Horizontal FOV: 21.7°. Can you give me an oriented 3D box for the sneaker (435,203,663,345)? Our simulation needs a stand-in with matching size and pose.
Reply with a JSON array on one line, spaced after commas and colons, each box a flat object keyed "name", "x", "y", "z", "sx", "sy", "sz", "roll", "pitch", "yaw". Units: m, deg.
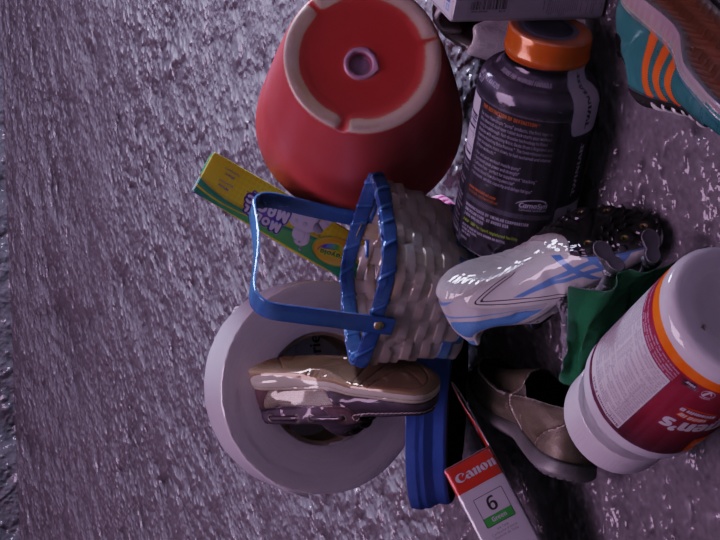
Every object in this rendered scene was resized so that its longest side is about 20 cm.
[{"name": "sneaker", "x": 0.159, "y": 0.004, "z": 1.533, "sx": 0.073, "sy": 0.199, "sz": 0.072, "roll": 55, "pitch": -152, "yaw": -28}]

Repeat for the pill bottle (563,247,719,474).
[{"name": "pill bottle", "x": 0.233, "y": 0.074, "z": 1.401, "sx": 0.200, "sy": 0.109, "sz": 0.110, "roll": 124, "pitch": 135, "yaw": -56}]

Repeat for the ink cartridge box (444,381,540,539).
[{"name": "ink cartridge box", "x": 0.114, "y": 0.206, "z": 1.677, "sx": 0.201, "sy": 0.050, "sz": 0.109, "roll": 62, "pitch": 180, "yaw": 17}]

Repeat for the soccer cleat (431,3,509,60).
[{"name": "soccer cleat", "x": 0.093, "y": -0.247, "z": 1.682, "sx": 0.200, "sy": 0.086, "sz": 0.070, "roll": -128, "pitch": 39, "yaw": -52}]

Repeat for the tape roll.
[{"name": "tape roll", "x": -0.046, "y": 0.111, "z": 1.782, "sx": 0.071, "sy": 0.201, "sz": 0.204, "roll": 178, "pitch": 87, "yaw": -71}]

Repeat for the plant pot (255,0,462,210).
[{"name": "plant pot", "x": 0.000, "y": -0.164, "z": 1.714, "sx": 0.177, "sy": 0.199, "sz": 0.202, "roll": 95, "pitch": 164, "yaw": -76}]

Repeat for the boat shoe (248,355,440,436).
[{"name": "boat shoe", "x": -0.012, "y": 0.115, "z": 1.671, "sx": 0.199, "sy": 0.072, "sz": 0.065, "roll": 2, "pitch": 109, "yaw": 34}]

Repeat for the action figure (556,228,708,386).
[{"name": "action figure", "x": 0.198, "y": 0.043, "z": 1.501, "sx": 0.201, "sy": 0.117, "sz": 0.055, "roll": 100, "pitch": 156, "yaw": -55}]

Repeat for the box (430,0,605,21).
[{"name": "box", "x": 0.100, "y": -0.266, "z": 1.589, "sx": 0.200, "sy": 0.143, "sz": 0.037, "roll": -125, "pitch": 38, "yaw": -50}]

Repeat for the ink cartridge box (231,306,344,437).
[{"name": "ink cartridge box", "x": -0.019, "y": 0.098, "z": 1.873, "sx": 0.084, "sy": 0.198, "sz": 0.146, "roll": 176, "pitch": 89, "yaw": -71}]

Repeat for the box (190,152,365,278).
[{"name": "box", "x": -0.065, "y": -0.044, "z": 1.786, "sx": 0.049, "sy": 0.199, "sz": 0.117, "roll": -62, "pitch": 6, "yaw": -1}]

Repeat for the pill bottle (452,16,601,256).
[{"name": "pill bottle", "x": 0.142, "y": -0.113, "z": 1.574, "sx": 0.106, "sy": 0.105, "sz": 0.201, "roll": -127, "pitch": 38, "yaw": -50}]

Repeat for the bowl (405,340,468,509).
[{"name": "bowl", "x": 0.074, "y": 0.123, "z": 1.756, "sx": 0.201, "sy": 0.039, "sz": 0.203, "roll": 3, "pitch": -90, "yaw": -81}]

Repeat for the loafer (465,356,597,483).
[{"name": "loafer", "x": 0.158, "y": 0.117, "z": 1.648, "sx": 0.200, "sy": 0.075, "sz": 0.070, "roll": 41, "pitch": 118, "yaw": 58}]

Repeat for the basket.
[{"name": "basket", "x": 0.000, "y": 0.000, "z": 1.637, "sx": 0.177, "sy": 0.198, "sz": 0.140, "roll": -92, "pitch": 19, "yaw": -54}]

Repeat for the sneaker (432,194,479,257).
[{"name": "sneaker", "x": 0.074, "y": -0.026, "z": 1.768, "sx": 0.200, "sy": 0.095, "sz": 0.080, "roll": -168, "pitch": 75, "yaw": -64}]

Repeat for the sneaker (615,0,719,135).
[{"name": "sneaker", "x": 0.245, "y": -0.143, "z": 1.385, "sx": 0.201, "sy": 0.071, "sz": 0.080, "roll": -115, "pitch": 25, "yaw": -47}]
